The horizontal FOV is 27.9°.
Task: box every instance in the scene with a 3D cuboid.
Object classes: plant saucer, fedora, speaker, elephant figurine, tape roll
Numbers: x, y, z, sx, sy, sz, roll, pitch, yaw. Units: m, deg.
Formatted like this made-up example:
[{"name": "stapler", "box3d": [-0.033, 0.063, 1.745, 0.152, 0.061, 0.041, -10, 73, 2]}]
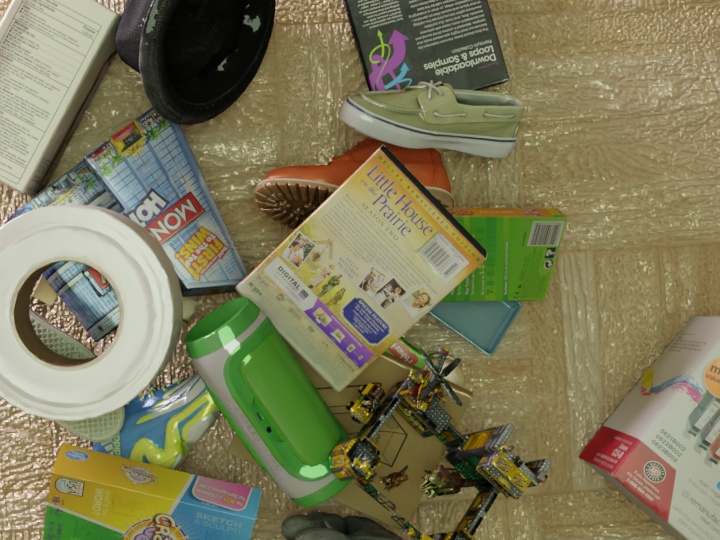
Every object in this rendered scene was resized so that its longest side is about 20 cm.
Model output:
[{"name": "plant saucer", "box3d": [0.069, 0.006, 1.494, 0.200, 0.019, 0.070, 36, 70, -4]}, {"name": "fedora", "box3d": [-0.173, -0.244, 1.432, 0.091, 0.200, 0.201, 21, 88, 30]}, {"name": "speaker", "box3d": [-0.083, 0.127, 1.385, 0.088, 0.088, 0.200, -34, 106, -3]}, {"name": "elephant figurine", "box3d": [-0.026, 0.350, 1.444, 0.141, 0.155, 0.201, 8, 92, -23]}, {"name": "tape roll", "box3d": [-0.270, 0.039, 1.363, 0.201, 0.071, 0.203, 0, 93, 0]}]

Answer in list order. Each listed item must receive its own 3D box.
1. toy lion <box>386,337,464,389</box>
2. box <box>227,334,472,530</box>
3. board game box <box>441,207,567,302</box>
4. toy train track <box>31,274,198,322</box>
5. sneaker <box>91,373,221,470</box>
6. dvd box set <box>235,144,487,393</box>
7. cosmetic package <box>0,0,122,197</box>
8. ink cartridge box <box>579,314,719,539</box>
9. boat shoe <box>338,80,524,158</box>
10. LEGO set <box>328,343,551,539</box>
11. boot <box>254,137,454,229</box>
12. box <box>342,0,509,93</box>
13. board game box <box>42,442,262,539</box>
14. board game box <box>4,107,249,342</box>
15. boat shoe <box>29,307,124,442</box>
[{"name": "toy lion", "box3d": [-0.022, 0.107, 1.479, 0.200, 0.069, 0.192, 45, 94, -3]}, {"name": "box", "box3d": [-0.012, 0.152, 1.449, 0.199, 0.021, 0.164, 25, 104, -2]}, {"name": "board game box", "box3d": [0.108, -0.015, 1.446, 0.199, 0.030, 0.096, -2, 118, -29]}, {"name": "toy train track", "box3d": [-0.261, 0.000, 1.475, 0.199, 0.033, 0.115, 26, 77, -9]}, {"name": "sneaker", "box3d": [-0.204, 0.143, 1.446, 0.105, 0.076, 0.200, 36, 97, 2]}, {"name": "dvd box set", "box3d": [0.000, 0.000, 1.378, 0.146, 0.029, 0.200, 45, 107, -5]}, {"name": "cosmetic package", "box3d": [-0.323, -0.183, 1.441, 0.103, 0.087, 0.201, 29, 89, -1]}, {"name": "ink cartridge box", "box3d": [0.349, 0.163, 1.457, 0.145, 0.145, 0.200, 39, 86, -2]}, {"name": "boat shoe", "box3d": [0.073, -0.160, 1.452, 0.199, 0.072, 0.062, 5, 117, -29]}, {"name": "LEGO set", "box3d": [0.080, 0.182, 1.352, 0.154, 0.116, 0.200, -43, 97, -29]}, {"name": "boot", "box3d": [-0.007, -0.093, 1.467, 0.199, 0.075, 0.108, 2, 55, -5]}, {"name": "box", "box3d": [0.058, -0.270, 1.494, 0.142, 0.036, 0.201, -16, 90, -3]}, {"name": "board game box", "box3d": [-0.209, 0.256, 1.428, 0.199, 0.040, 0.153, 13, 128, -3]}, {"name": "board game box", "box3d": [-0.212, -0.030, 1.443, 0.200, 0.062, 0.200, -40, 93, -16]}, {"name": "boat shoe", "box3d": [-0.309, 0.093, 1.441, 0.200, 0.062, 0.075, 40, 80, 10]}]
